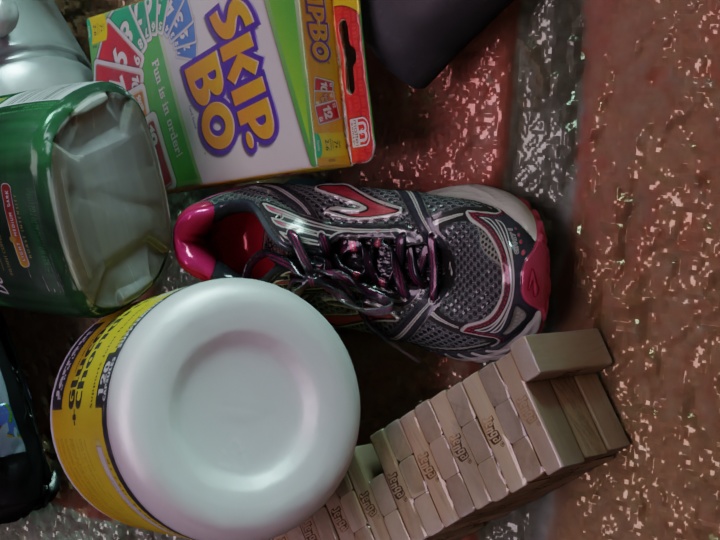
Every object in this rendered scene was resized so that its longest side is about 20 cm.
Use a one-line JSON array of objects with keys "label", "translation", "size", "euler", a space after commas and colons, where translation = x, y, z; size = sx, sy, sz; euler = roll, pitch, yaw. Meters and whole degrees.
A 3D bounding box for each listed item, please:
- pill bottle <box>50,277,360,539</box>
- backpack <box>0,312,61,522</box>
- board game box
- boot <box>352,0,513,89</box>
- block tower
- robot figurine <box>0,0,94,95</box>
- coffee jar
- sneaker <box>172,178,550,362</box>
[{"label": "pill bottle", "translation": [-0.083, 0.066, 0.787], "size": [0.200, 0.111, 0.113], "euler": [165, 98, -68]}, {"label": "backpack", "translation": [-0.257, 0.047, 0.942], "size": [0.163, 0.153, 0.201], "euler": [153, 110, -70]}, {"label": "board game box", "translation": [-0.067, -0.089, 0.807], "size": [0.199, 0.030, 0.096], "euler": [-5, 92, 48]}, {"label": "boot", "translation": [0.078, -0.135, 0.694], "size": [0.200, 0.065, 0.166], "euler": [-33, 62, 35]}, {"label": "block tower", "translation": [0.030, 0.095, 0.759], "size": [0.200, 0.054, 0.058], "euler": [-38, 69, 37]}, {"label": "robot figurine", "translation": [-0.210, -0.109, 0.925], "size": [0.201, 0.112, 0.170], "euler": [59, 157, 23]}, {"label": "coffee jar", "translation": [-0.194, -0.034, 0.808], "size": [0.199, 0.085, 0.105], "euler": [1, 114, 32]}, {"label": "sneaker", "translation": [0.000, 0.000, 0.767], "size": [0.199, 0.074, 0.081], "euler": [5, 96, 41]}]
